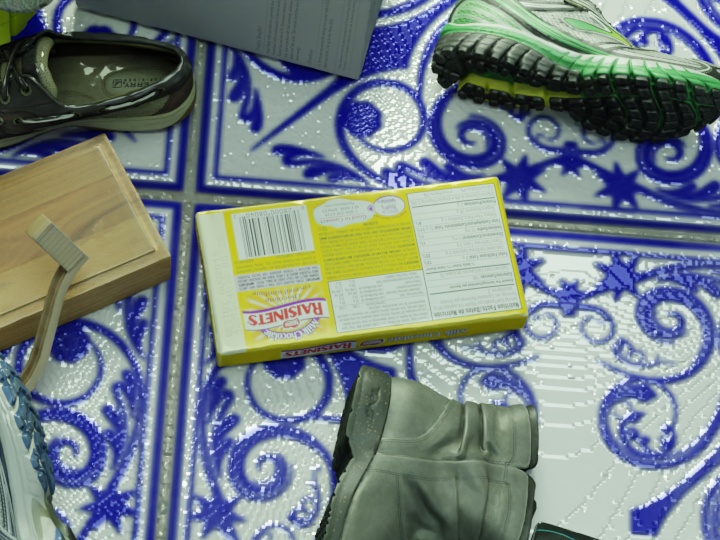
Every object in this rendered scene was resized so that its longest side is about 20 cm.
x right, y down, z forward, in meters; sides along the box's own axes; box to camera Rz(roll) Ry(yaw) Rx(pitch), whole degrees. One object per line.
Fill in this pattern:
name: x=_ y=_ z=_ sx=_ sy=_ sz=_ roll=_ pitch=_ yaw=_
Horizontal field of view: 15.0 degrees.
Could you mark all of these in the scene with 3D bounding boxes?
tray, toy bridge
tray: x=-0.230 y=-0.004 z=1.714 sx=0.199 sy=0.037 sz=0.099 roll=-23 pitch=68 yaw=-17
toy bridge: x=-0.236 y=0.062 z=1.663 sx=0.067 sy=0.027 sz=0.200 roll=44 pitch=82 yaw=-24

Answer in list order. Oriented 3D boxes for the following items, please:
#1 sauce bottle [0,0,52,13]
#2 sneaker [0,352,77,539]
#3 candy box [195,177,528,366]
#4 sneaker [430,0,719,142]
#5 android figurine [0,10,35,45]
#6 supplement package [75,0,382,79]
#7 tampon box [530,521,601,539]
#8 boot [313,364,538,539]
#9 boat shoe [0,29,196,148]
sauce bottle: x=-0.215 y=-0.237 z=1.758 sx=0.064 sy=0.065 sz=0.200 roll=3 pitch=33 yaw=-4
sneaker: x=-0.222 y=0.135 z=1.609 sx=0.085 sy=0.077 sz=0.201 roll=-17 pitch=82 yaw=0
candy box: x=0.000 y=0.000 z=1.739 sx=0.199 sy=0.026 sz=0.103 roll=-7 pitch=67 yaw=-8
sneaker: x=0.152 y=-0.146 z=1.797 sx=0.199 sy=0.078 sz=0.085 roll=16 pitch=62 yaw=3
android figurine: x=-0.293 y=-0.187 z=1.766 sx=0.199 sy=0.041 sz=0.182 roll=-3 pitch=35 yaw=-4
supplement package: x=-0.078 y=-0.227 z=1.792 sx=0.199 sy=0.121 sz=0.120 roll=15 pitch=63 yaw=2
tampon box: x=0.169 y=0.260 z=1.568 sx=0.199 sy=0.126 sz=0.150 roll=17 pitch=64 yaw=3
boot: x=0.041 y=0.156 z=1.646 sx=0.130 sy=0.068 sz=0.201 roll=16 pitch=64 yaw=-4
boat shoe: x=-0.205 y=-0.125 z=1.760 sx=0.199 sy=0.065 sz=0.073 roll=-7 pitch=66 yaw=-8
